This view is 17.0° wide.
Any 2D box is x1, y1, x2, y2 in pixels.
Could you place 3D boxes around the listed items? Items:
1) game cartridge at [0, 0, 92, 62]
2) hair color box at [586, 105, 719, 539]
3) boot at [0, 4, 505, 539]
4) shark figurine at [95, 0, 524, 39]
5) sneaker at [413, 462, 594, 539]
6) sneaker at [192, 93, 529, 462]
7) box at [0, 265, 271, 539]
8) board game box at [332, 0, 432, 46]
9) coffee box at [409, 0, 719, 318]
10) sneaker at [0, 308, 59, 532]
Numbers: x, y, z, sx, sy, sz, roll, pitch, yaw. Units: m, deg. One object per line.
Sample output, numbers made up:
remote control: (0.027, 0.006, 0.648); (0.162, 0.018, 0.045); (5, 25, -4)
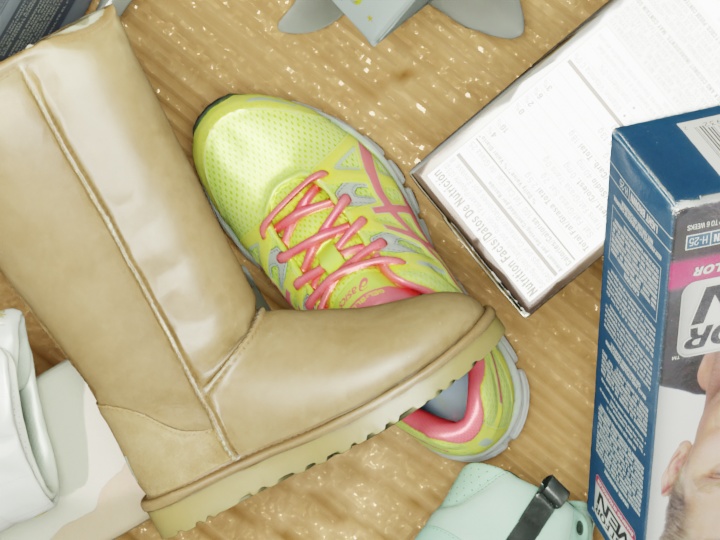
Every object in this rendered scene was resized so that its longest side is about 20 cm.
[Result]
game cartridge: (-0.159, -0.109, 1.036); (0.041, 0.133, 0.201); (32, 96, 12)
hair color box: (0.151, 0.030, 0.977); (0.099, 0.061, 0.201); (-13, 129, -15)
boot: (-0.061, -0.014, 0.960); (0.174, 0.066, 0.201); (-28, 97, 2)
shark figurine: (-0.045, -0.144, 1.045); (0.213, 0.089, 0.129); (-11, 90, 6)
sneaker: (0.100, 0.168, 1.050); (0.200, 0.074, 0.119); (42, 61, -21)
sneaker: (0.000, 0.000, 1.044); (0.078, 0.090, 0.200); (-44, 86, 8)
box: (-0.123, 0.081, 1.063); (0.199, 0.095, 0.078); (-31, 89, 9)
board game box: (-0.008, -0.211, 1.003); (0.200, 0.147, 0.064); (47, 137, 3)
coffee box: (0.123, -0.077, 1.013); (0.200, 0.114, 0.080); (-40, 89, 8)
sneaker: (-0.196, 0.025, 0.993); (0.115, 0.074, 0.201); (-25, 97, 6)
